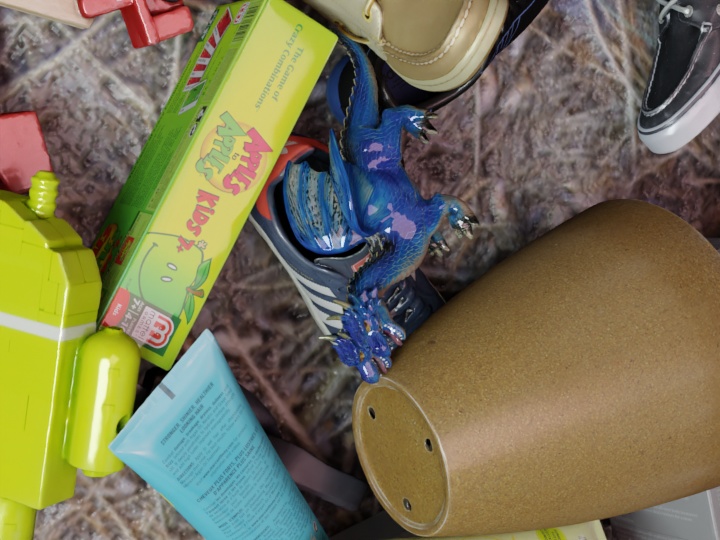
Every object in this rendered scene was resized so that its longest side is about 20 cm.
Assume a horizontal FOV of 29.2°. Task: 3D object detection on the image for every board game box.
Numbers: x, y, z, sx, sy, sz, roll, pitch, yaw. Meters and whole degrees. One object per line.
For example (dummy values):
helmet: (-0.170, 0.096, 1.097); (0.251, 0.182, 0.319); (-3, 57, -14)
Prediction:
board game box: (-0.093, -0.052, 0.772); (0.047, 0.101, 0.202); (29, 84, -22)

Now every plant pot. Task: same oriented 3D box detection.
plant pot: (0.100, 0.075, 0.807); (0.198, 0.186, 0.189); (-19, 103, -30)

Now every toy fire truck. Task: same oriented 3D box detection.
toy fire truck: (-0.169, -0.156, 0.757); (0.140, 0.049, 0.202); (-22, 103, -19)

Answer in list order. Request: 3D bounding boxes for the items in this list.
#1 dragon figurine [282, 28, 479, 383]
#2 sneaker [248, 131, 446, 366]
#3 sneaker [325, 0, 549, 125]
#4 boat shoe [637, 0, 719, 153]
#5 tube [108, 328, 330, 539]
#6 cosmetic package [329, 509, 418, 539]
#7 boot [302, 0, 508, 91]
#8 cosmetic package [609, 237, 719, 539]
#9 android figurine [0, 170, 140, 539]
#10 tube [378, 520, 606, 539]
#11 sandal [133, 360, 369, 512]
dragon figurine: (-0.003, -0.044, 0.745); (0.099, 0.059, 0.202); (-17, 83, -35)
sneaker: (0.000, 0.000, 0.827); (0.075, 0.084, 0.200); (-47, 111, -12)
sneaker: (0.069, -0.153, 0.844); (0.200, 0.078, 0.070); (-44, 110, -13)
boat shoe: (0.226, -0.174, 0.913); (0.068, 0.072, 0.201); (35, 79, -24)
tube: (-0.066, 0.122, 0.753); (0.078, 0.050, 0.201); (-55, 141, -26)
cosmetic package: (0.025, 0.200, 0.878); (0.198, 0.051, 0.083); (-25, 106, -19)
boot: (-0.019, -0.173, 0.730); (0.155, 0.200, 0.073); (27, 104, -31)
cosmetic package: (0.210, 0.082, 0.912); (0.089, 0.106, 0.203); (-17, 103, -31)
android figurine: (-0.195, 0.043, 0.713); (0.041, 0.180, 0.203); (-7, 107, -66)
tube: (0.062, 0.175, 0.784); (0.198, 0.052, 0.059); (2, 88, -20)
sandal: (-0.077, 0.087, 0.814); (0.199, 0.076, 0.043); (29, 82, -34)
